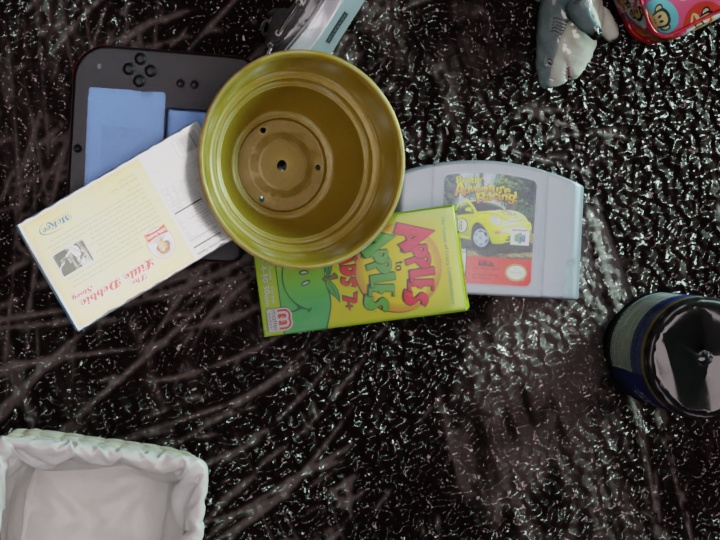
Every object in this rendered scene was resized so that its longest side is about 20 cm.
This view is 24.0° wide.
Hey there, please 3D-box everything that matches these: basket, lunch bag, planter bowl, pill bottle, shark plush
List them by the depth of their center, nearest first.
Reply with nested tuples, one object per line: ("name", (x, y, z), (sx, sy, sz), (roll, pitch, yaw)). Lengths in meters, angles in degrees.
("basket", (-0.250, 0.253, 1.573), (0.198, 0.161, 0.201), (8, 90, -7))
("planter bowl", (-0.064, -0.101, 1.587), (0.198, 0.083, 0.203), (0, 88, -18))
("pill bottle", (0.300, 0.077, 1.623), (0.111, 0.200, 0.113), (0, 91, -7))
("shark plush", (0.186, -0.287, 1.671), (0.083, 0.091, 0.202), (-17, 99, 23))
("lunch bag", (0.317, -0.343, 1.677), (0.175, 0.082, 0.202), (-26, 94, -7))

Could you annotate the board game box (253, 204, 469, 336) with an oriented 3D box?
("board game box", (0.000, 0.000, 1.635), (0.198, 0.048, 0.103), (-8, 91, 7))

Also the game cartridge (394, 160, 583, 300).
("game cartridge", (0.123, -0.042, 1.681), (0.198, 0.041, 0.135), (2, 87, -8))

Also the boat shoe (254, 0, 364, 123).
("boat shoe", (-0.060, -0.236, 1.640), (0.066, 0.070, 0.201), (35, 94, 17))

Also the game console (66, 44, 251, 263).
("game console", (-0.194, -0.112, 1.639), (0.175, 0.031, 0.202), (3, 91, -7))

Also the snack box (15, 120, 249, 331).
("snack box", (-0.212, -0.042, 1.607), (0.199, 0.037, 0.117), (-31, 96, -9))
